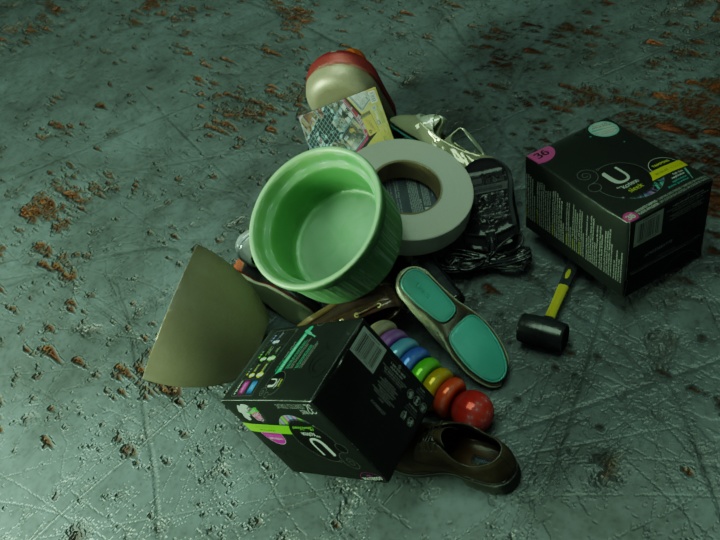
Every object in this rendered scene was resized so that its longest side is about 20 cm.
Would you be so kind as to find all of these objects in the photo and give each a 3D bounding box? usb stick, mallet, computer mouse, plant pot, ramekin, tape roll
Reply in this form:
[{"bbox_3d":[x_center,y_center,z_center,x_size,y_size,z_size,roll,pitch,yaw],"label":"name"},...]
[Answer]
[{"bbox_3d":[0.088,0.001,1.267,0.056,0.032,0.200,-54,42,18],"label":"usb stick"},{"bbox_3d":[0.263,0.026,1.184,0.065,0.041,0.201,7,48,22],"label":"mallet"},{"bbox_3d":[0.186,-0.076,1.301,0.137,0.053,0.202,-6,58,17],"label":"computer mouse"},{"bbox_3d":[-0.205,0.082,1.227,0.133,0.201,0.202,22,51,-7],"label":"plant pot"},{"bbox_3d":[-0.040,-0.054,1.162,0.198,0.098,0.202,-11,64,25],"label":"ramekin"},{"bbox_3d":[0.064,-0.110,1.270,0.200,0.037,0.205,2,53,-3],"label":"tape roll"}]

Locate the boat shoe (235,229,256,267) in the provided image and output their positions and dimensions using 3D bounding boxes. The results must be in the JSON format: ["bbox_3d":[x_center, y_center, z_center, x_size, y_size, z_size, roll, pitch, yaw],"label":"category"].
[{"bbox_3d":[-0.089,-0.058,1.312,0.199,0.074,0.067,-33,34,-10],"label":"boat shoe"}]

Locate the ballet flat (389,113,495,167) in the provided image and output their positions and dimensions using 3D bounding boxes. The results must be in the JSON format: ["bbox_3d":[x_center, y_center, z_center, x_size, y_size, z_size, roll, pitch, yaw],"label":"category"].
[{"bbox_3d":[0.135,-0.211,1.403,0.200,0.070,0.069,40,69,21],"label":"ballet flat"}]

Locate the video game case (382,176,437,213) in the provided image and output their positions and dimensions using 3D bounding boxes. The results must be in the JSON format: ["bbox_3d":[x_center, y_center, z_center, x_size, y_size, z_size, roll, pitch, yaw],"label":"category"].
[{"bbox_3d":[0.016,-0.109,1.303,0.197,0.019,0.144,-3,52,-7],"label":"video game case"}]

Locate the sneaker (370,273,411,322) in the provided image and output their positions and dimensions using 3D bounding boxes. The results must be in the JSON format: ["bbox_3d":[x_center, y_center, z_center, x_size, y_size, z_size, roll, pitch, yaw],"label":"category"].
[{"bbox_3d":[0.000,0.000,1.273,0.080,0.087,0.200,-33,46,-9],"label":"sneaker"}]

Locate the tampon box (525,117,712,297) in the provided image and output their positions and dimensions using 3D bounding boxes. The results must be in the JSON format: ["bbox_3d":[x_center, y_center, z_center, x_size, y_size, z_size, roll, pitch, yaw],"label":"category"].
[{"bbox_3d":[0.341,-0.090,1.178,0.149,0.127,0.200,-26,43,-19],"label":"tampon box"}]

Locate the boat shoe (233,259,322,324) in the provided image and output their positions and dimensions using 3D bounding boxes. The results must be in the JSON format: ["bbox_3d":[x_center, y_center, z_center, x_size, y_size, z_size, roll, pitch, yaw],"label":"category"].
[{"bbox_3d":[-0.123,0.024,1.315,0.199,0.072,0.063,23,57,41],"label":"boat shoe"}]

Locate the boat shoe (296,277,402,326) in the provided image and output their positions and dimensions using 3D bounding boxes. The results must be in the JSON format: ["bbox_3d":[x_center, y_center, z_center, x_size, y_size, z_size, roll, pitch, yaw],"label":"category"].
[{"bbox_3d":[-0.031,0.083,1.197,0.200,0.070,0.071,-41,62,15],"label":"boat shoe"}]

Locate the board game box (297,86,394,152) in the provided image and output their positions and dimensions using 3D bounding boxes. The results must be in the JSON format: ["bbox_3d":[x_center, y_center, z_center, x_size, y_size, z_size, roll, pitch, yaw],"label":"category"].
[{"bbox_3d":[-0.004,-0.172,1.383,0.134,0.035,0.202,-19,87,3],"label":"board game box"}]

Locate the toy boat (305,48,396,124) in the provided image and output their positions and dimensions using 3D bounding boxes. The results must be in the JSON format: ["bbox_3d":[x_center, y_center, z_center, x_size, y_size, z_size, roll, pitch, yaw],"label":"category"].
[{"bbox_3d":[-0.016,-0.318,1.487,0.129,0.200,0.132,-5,72,16],"label":"toy boat"}]

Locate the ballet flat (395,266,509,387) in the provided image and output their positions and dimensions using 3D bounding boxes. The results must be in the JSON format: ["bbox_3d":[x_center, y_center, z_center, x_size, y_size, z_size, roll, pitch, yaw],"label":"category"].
[{"bbox_3d":[0.123,0.073,1.160,0.067,0.062,0.200,-38,77,-10],"label":"ballet flat"}]

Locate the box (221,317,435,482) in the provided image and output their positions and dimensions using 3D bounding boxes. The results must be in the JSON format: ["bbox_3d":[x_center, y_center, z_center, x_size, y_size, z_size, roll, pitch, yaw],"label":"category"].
[{"bbox_3d":[-0.042,0.156,1.052,0.199,0.149,0.125,-12,37,51],"label":"box"}]

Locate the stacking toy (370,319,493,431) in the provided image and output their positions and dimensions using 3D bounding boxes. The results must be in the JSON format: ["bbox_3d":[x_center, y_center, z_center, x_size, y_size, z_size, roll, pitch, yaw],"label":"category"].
[{"bbox_3d":[0.087,0.143,1.119,0.199,0.086,0.085,29,63,31],"label":"stacking toy"}]

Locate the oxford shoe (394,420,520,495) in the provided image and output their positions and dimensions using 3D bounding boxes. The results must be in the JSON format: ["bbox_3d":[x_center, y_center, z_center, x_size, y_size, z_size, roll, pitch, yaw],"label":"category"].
[{"bbox_3d":[0.090,0.206,1.048,0.198,0.085,0.073,3,52,26],"label":"oxford shoe"}]

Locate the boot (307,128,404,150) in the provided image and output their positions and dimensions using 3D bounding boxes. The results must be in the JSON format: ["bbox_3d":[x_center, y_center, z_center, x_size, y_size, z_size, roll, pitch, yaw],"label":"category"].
[{"bbox_3d":[-0.017,-0.161,1.447,0.161,0.074,0.200,7,53,19],"label":"boot"}]
